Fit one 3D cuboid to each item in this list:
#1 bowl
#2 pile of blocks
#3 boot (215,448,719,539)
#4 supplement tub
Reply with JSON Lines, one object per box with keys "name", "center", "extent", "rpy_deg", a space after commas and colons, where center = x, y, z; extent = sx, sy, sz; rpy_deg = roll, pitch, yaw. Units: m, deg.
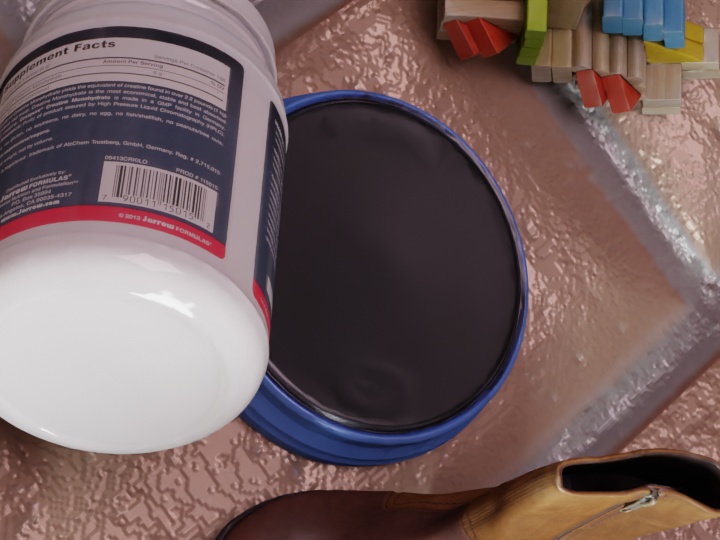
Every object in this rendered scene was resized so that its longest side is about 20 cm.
{"name": "bowl", "center": [0.000, 0.000, 1.075], "extent": [0.199, 0.039, 0.202], "rpy_deg": [8, 71, -26]}
{"name": "pile of blocks", "center": [0.129, -0.128, 1.156], "extent": [0.199, 0.082, 0.063], "rpy_deg": [12, 70, -25]}
{"name": "boot", "center": [0.047, 0.125, 0.969], "extent": [0.187, 0.200, 0.069], "rpy_deg": [9, 71, -25]}
{"name": "supplement tub", "center": [-0.105, -0.031, 0.943], "extent": [0.140, 0.140, 0.201], "rpy_deg": [22, 45, -21]}
